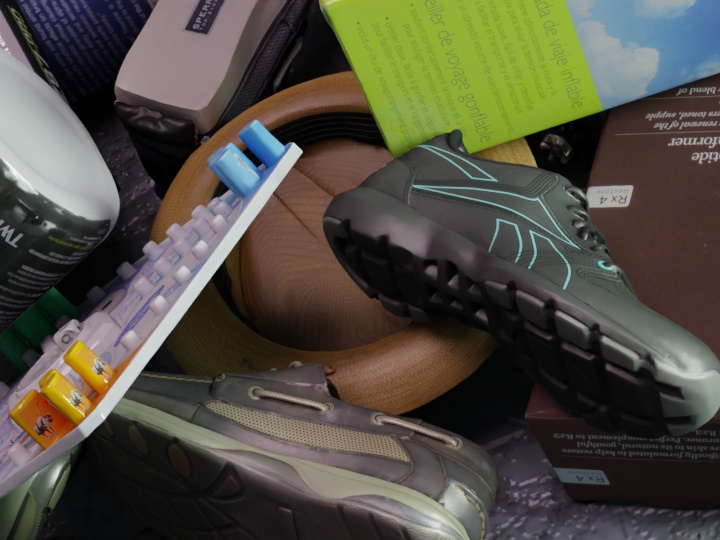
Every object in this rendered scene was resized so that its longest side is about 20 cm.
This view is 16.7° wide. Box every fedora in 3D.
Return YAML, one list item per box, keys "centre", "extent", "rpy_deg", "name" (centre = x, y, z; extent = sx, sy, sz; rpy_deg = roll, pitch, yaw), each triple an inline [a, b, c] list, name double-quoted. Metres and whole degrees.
- centre: [0.000, 0.000, 1.125]
  extent: [0.201, 0.082, 0.201]
  rpy_deg: [-10, 54, 15]
  name: "fedora"

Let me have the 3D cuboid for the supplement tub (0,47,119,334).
- centre: [-0.216, -0.004, 1.106]
  extent: [0.200, 0.123, 0.123]
  rpy_deg: [-40, 44, 16]
  name: "supplement tub"

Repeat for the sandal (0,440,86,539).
- centre: [-0.179, 0.127, 1.069]
  extent: [0.201, 0.057, 0.080]
  rpy_deg: [-57, 9, 36]
  name: "sandal"

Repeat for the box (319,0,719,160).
- centre: [0.091, -0.119, 1.040]
  extent: [0.200, 0.122, 0.048]
  rpy_deg: [-18, 51, 8]
  name: "box"

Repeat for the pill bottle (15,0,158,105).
- centre: [-0.173, -0.139, 1.304]
  extent: [0.200, 0.111, 0.111]
  rpy_deg: [-30, 46, 2]
  name: "pill bottle"

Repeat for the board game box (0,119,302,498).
- centre: [-0.130, 0.037, 1.031]
  extent: [0.200, 0.026, 0.200]
  rpy_deg: [-35, 15, 40]
  name: "board game box"

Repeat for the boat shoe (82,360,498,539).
- centre: [-0.032, 0.080, 1.020]
  extent: [0.200, 0.075, 0.073]
  rpy_deg: [19, 47, 25]
  name: "boat shoe"

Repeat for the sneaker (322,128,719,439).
- centre: [0.074, -0.003, 0.997]
  extent: [0.200, 0.075, 0.079]
  rpy_deg: [30, 63, 35]
  name: "sneaker"

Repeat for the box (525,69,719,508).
- centre: [0.146, 0.000, 1.058]
  extent: [0.100, 0.075, 0.200]
  rpy_deg: [-1, 56, 26]
  name: "box"

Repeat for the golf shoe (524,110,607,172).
- centre: [0.068, -0.121, 1.195]
  extent: [0.088, 0.077, 0.200]
  rpy_deg: [-37, 47, -14]
  name: "golf shoe"

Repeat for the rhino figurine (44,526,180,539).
- centre: [-0.105, 0.154, 1.064]
  extent: [0.087, 0.060, 0.200]
  rpy_deg: [37, 76, 17]
  name: "rhino figurine"

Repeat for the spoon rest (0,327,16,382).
- centre: [-0.209, 0.079, 1.181]
  extent: [0.099, 0.061, 0.200]
  rpy_deg: [-2, 54, 28]
  name: "spoon rest"

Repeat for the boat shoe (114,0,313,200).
- centre: [-0.060, -0.120, 1.242]
  extent: [0.075, 0.093, 0.200]
  rpy_deg: [18, 59, 20]
  name: "boat shoe"

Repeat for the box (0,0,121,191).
- centre: [-0.235, -0.081, 1.222]
  extent: [0.161, 0.049, 0.200]
  rpy_deg: [-32, 73, 8]
  name: "box"
